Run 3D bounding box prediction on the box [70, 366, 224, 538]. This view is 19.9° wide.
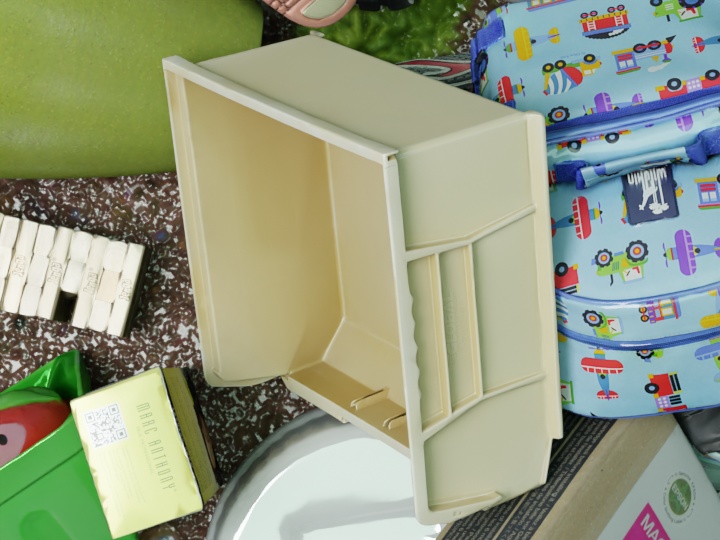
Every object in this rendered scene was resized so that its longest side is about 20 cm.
[{"bbox_3d":[-0.108,0.091,1.074,0.050,0.200,0.076,-18,89,-1],"label":"box"}]

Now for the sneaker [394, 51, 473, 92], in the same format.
[{"bbox_3d":[0.046,-0.081,1.142,0.198,0.075,0.081,-13,88,0],"label":"sneaker"}]

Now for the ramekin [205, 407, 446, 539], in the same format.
[{"bbox_3d":[0.009,0.171,1.122,0.199,0.098,0.202,0,88,1],"label":"ramekin"}]

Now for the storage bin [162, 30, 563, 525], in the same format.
[{"bbox_3d":[0.000,0.000,1.017,0.093,0.200,0.200,-19,117,-30],"label":"storage bin"}]

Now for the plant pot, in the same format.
[{"bbox_3d":[-0.159,-0.126,1.108,0.199,0.187,0.189,13,88,-13],"label":"plant pot"}]

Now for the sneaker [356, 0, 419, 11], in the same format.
[{"bbox_3d":[-0.054,-0.205,1.159,0.198,0.075,0.087,10,68,2],"label":"sneaker"}]

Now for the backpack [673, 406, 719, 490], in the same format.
[{"bbox_3d":[0.241,0.045,1.107,0.199,0.127,0.168,-18,67,-5],"label":"backpack"}]

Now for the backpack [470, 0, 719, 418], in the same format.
[{"bbox_3d":[0.143,-0.033,1.019,0.181,0.135,0.201,-8,50,10],"label":"backpack"}]

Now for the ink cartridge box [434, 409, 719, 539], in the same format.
[{"bbox_3d":[0.129,0.182,1.059,0.165,0.075,0.201,-49,121,-30],"label":"ink cartridge box"}]

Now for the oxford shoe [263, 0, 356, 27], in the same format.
[{"bbox_3d":[-0.067,-0.213,1.085,0.071,0.074,0.200,-37,89,3],"label":"oxford shoe"}]

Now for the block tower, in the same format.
[{"bbox_3d":[-0.221,-0.009,1.153,0.199,0.054,0.058,15,88,2],"label":"block tower"}]

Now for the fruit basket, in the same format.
[{"bbox_3d":[-0.240,0.101,1.113,0.214,0.156,0.217,-2,103,-9],"label":"fruit basket"}]

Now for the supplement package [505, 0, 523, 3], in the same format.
[{"bbox_3d":[0.160,-0.238,1.123,0.119,0.121,0.201,16,89,1],"label":"supplement package"}]
